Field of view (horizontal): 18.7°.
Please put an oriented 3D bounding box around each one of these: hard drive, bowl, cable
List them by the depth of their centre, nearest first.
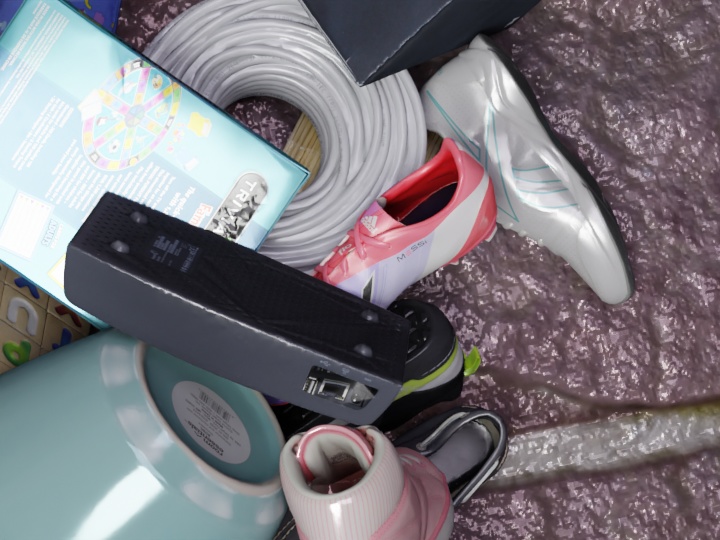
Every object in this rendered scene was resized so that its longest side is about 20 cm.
[{"bbox_3d":[-0.116,0.108,1.237,0.105,0.201,0.201,-43,85,23],"label":"bowl"},{"bbox_3d":[-0.070,0.022,1.243,0.198,0.135,0.043,23,106,-3],"label":"hard drive"},{"bbox_3d":[-0.060,-0.082,1.406,0.199,0.069,0.201,30,72,1],"label":"cable"}]

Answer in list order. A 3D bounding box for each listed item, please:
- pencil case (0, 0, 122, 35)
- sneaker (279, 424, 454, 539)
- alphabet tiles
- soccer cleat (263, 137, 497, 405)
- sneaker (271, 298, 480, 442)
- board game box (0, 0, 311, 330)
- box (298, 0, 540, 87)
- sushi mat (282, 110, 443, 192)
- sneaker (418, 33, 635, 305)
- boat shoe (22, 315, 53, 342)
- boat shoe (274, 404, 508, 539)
[{"bbox_3d":[-0.187,-0.188,1.413,0.086,0.078,0.202,14,71,-10],"label":"pencil case"},{"bbox_3d":[0.005,0.121,1.253,0.075,0.200,0.106,-10,108,13],"label":"sneaker"},{"bbox_3d":[-0.207,0.060,1.292,0.166,0.006,0.201,37,31,-26],"label":"alphabet tiles"},{"bbox_3d":[0.000,0.000,1.332,0.200,0.077,0.067,-39,50,-7],"label":"soccer cleat"},{"bbox_3d":[-0.017,0.092,1.378,0.198,0.083,0.072,-23,49,7],"label":"sneaker"},{"bbox_3d":[-0.153,-0.054,1.318,0.199,0.047,0.152,35,93,-7],"label":"board game box"},{"bbox_3d":[0.031,-0.248,1.408,0.197,0.124,0.200,56,37,5],"label":"box"},{"bbox_3d":[-0.024,-0.031,1.440,0.095,0.012,0.201,27,72,-1],"label":"sushi mat"},{"bbox_3d":[0.110,-0.055,1.452,0.080,0.070,0.201,-35,92,11],"label":"sneaker"},{"bbox_3d":[-0.272,0.089,1.333,0.199,0.073,0.064,-19,75,-22],"label":"boat shoe"},{"bbox_3d":[0.011,0.147,1.373,0.199,0.063,0.073,-33,83,-17],"label":"boat shoe"}]
